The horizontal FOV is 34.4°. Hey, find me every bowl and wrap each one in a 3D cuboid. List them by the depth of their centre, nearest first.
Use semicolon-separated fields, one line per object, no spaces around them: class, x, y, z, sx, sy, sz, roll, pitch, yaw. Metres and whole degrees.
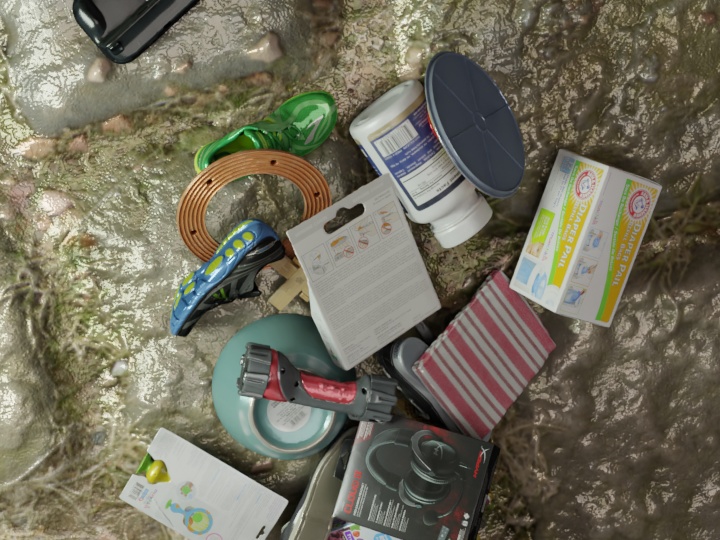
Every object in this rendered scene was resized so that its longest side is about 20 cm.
bowl;-0.093;0.167;1.527;0.198;0.105;0.204;-2;102;-11

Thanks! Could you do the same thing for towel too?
towel;0.168;0.116;1.565;0.200;0.030;0.147;-47;109;-23

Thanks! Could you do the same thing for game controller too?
game controller;-0.257;-0.350;1.426;0.200;0.042;0.105;-42;91;0

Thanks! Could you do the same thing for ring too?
ring;-0.134;-0.076;1.468;0.197;0.019;0.202;-10;137;-10

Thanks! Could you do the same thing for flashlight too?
flashlight;-0.052;0.139;1.442;0.197;0.068;0.069;11;71;-13

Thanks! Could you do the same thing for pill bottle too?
pill bottle;0.083;-0.132;1.491;0.111;0.111;0.201;-36;106;-1

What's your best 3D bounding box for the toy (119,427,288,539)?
toy;-0.209;0.301;1.565;0.199;0.047;0.116;31;98;-11

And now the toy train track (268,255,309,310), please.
toy train track;-0.045;0.031;1.532;0.199;0.033;0.115;40;121;-13

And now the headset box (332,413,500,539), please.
headset box;0.064;0.269;1.497;0.197;0.077;0.151;15;81;16

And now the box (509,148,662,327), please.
box;0.296;-0.044;1.537;0.100;0.112;0.203;14;99;-31

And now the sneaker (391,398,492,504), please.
sneaker;0.093;0.268;1.605;0.200;0.075;0.090;43;101;-10

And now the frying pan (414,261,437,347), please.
frying pan;0.063;0.028;1.562;0.188;0.031;0.116;29;98;-17

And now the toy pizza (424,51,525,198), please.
toy pizza;0.140;-0.182;1.470;0.032;0.201;0.201;-26;110;36

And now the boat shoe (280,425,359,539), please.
boat shoe;-0.053;0.294;1.570;0.072;0.063;0.202;27;90;-31

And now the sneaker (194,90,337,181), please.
sneaker;-0.114;-0.159;1.463;0.198;0.084;0.075;-29;105;-4

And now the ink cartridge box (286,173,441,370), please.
ink cartridge box;0.000;0.000;1.479;0.160;0.050;0.202;-31;110;-20

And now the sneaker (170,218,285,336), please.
sneaker;-0.172;0.022;1.482;0.082;0.071;0.199;36;111;-29

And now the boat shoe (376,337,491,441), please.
boat shoe;0.098;0.168;1.571;0.199;0.068;0.074;41;58;-25

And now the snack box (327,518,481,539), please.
snack box;0.058;0.378;1.591;0.198;0.053;0.143;-22;107;19
